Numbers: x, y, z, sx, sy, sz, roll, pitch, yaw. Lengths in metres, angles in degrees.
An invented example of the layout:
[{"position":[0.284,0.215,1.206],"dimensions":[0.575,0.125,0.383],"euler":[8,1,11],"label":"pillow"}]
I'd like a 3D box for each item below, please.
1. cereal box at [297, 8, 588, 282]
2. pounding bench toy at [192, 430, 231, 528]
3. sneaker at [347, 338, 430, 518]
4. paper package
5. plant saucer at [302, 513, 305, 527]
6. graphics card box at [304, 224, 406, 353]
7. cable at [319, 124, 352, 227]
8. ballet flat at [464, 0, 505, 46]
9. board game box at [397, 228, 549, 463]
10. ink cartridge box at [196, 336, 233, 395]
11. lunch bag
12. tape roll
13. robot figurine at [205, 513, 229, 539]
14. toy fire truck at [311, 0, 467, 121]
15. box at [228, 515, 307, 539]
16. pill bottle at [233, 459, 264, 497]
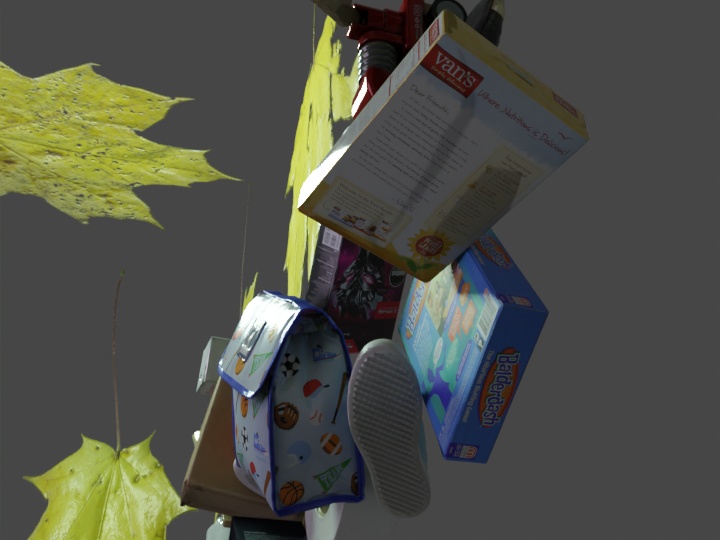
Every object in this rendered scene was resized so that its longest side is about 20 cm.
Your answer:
[{"position":[0.060,-0.085,0.593],"dimensions":[0.200,0.142,0.040],"euler":[-44,27,37],"label":"cereal box"},{"position":[-0.216,0.374,1.340],"dimensions":[0.124,0.196,0.159],"euler":[-125,47,-69],"label":"pounding bench toy"},{"position":[0.026,0.142,0.724],"dimensions":[0.082,0.072,0.203],"euler":[-99,1,-61],"label":"sneaker"},{"position":[-0.153,0.270,1.130],"dimensions":[0.104,0.187,0.203],"euler":[114,171,-52],"label":"paper package"},{"position":[-0.063,0.468,0.999],"dimensions":[0.201,0.048,0.203],"euler":[-113,35,-63],"label":"plant saucer"},{"position":[0.000,0.000,0.895],"dimensions":[0.050,0.124,0.204],"euler":[22,104,45],"label":"graphics card box"},{"position":[-0.008,-0.114,1.112],"dimensions":[0.201,0.068,0.202],"euler":[115,158,-45],"label":"cable"},{"position":[0.111,-0.182,0.762],"dimensions":[0.066,0.056,0.204],"euler":[-152,78,-73],"label":"ballet flat"},{"position":[0.092,0.047,0.678],"dimensions":[0.201,0.044,0.154],"euler":[-108,30,-59],"label":"board game box"},{"position":[-0.191,0.188,1.356],"dimensions":[0.146,0.196,0.086],"euler":[136,142,-65],"label":"ink cartridge box"},{"position":[-0.077,0.128,0.786],"dimensions":[0.169,0.122,0.204],"euler":[-169,76,-66],"label":"lunch bag"},{"position":[-0.011,0.244,0.895],"dimensions":[0.202,0.069,0.207],"euler":[-171,90,-75],"label":"tape roll"},{"position":[-0.278,0.617,1.590],"dimensions":[0.202,0.111,0.171],"euler":[-97,29,-47],"label":"robot figurine"},{"position":[0.019,-0.241,0.828],"dimensions":[0.129,0.196,0.179],"euler":[128,148,-61],"label":"toy fire truck"},{"position":[-0.116,0.417,0.939],"dimensions":[0.200,0.102,0.151],"euler":[-170,89,-76],"label":"box"},{"position":[-0.090,0.214,1.053],"dimensions":[0.202,0.111,0.113],"euler":[-64,3,-37],"label":"pill bottle"}]
